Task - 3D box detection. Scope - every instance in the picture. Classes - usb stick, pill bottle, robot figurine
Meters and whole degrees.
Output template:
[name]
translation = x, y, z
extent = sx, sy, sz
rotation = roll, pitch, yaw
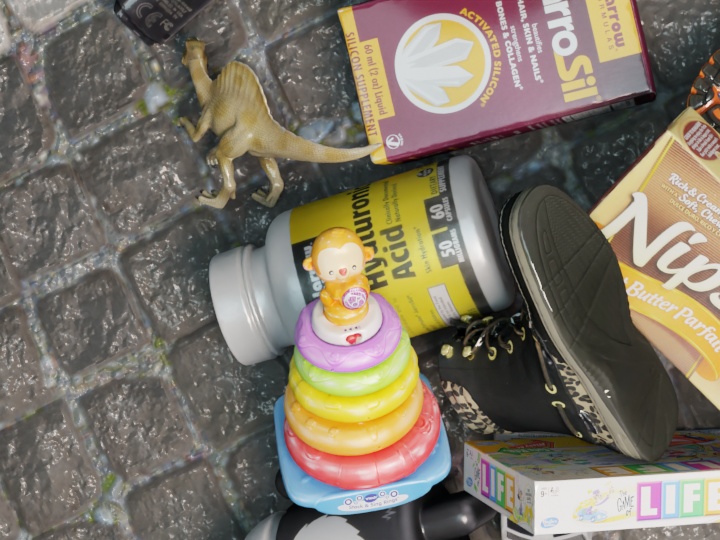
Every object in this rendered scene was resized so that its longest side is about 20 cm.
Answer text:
[usb stick]
translation = -0.092, -0.240, 1.256
extent = 0.200, 0.055, 0.033
rotation = -40, 42, 10
[pill bottle]
translation = 0.000, 0.000, 1.219
extent = 0.198, 0.111, 0.112
rotation = -18, 90, 12
[robot figurine]
translation = 0.005, 0.211, 1.215
extent = 0.198, 0.125, 0.151
rotation = -20, 47, 21

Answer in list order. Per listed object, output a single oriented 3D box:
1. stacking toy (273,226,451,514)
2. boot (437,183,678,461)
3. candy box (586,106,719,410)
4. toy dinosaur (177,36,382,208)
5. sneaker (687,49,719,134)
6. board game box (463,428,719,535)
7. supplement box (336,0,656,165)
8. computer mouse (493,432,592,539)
[stacking toy]
translation = -0.005, 0.052, 1.128
extent = 0.115, 0.110, 0.201
rotation = -9, 132, -4
[boot]
translation = 0.101, 0.038, 1.114
extent = 0.153, 0.074, 0.205
rotation = 0, 130, 46
[candy box]
translation = 0.234, 0.011, 1.087
extent = 0.200, 0.055, 0.116
rotation = 45, 125, 5
[toy dinosaur]
translation = -0.079, -0.094, 1.228
extent = 0.199, 0.058, 0.102
rotation = 36, 128, 33
[sneaker]
translation = 0.291, -0.154, 1.178
extent = 0.200, 0.079, 0.075
rotation = -44, 72, -7
[board game box]
translation = 0.182, 0.136, 1.142
extent = 0.198, 0.134, 0.035
rotation = -1, 96, -16
[supplement box]
translation = 0.096, -0.149, 1.205
extent = 0.198, 0.086, 0.112
rotation = -14, 90, 11
[computer mouse]
translation = 0.135, 0.165, 1.239
extent = 0.108, 0.044, 0.203
rotation = 2, 99, 15
